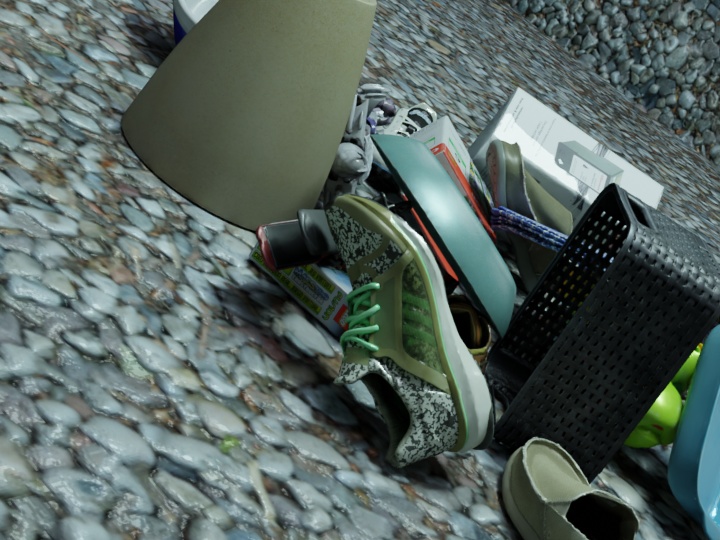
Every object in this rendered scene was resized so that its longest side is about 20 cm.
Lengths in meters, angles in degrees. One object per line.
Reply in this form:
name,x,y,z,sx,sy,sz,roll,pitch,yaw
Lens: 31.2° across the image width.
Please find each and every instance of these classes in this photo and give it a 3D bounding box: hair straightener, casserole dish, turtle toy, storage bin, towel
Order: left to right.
hair straightener,-0.002,-0.029,0.988,0.199,0.076,0.042,1,70,-65
towel,0.214,-0.008,1.184,0.143,0.024,0.200,21,7,-24
storage bin,0.185,0.050,1.010,0.093,0.201,0.136,31,20,-8
turtle toy,0.242,0.086,1.156,0.144,0.102,0.200,27,13,-14
casserole dish,0.309,0.132,1.095,0.038,0.202,0.121,4,-29,40

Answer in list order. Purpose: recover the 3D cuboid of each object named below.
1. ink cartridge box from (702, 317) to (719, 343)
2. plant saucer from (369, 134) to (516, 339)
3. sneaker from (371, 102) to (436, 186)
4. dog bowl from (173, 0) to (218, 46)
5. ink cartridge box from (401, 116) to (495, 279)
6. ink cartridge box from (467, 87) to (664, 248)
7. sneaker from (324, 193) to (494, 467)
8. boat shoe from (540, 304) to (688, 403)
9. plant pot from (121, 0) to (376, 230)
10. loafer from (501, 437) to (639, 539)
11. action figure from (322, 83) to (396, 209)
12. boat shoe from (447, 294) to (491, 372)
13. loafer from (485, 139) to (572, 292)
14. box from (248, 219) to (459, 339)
ink cartridge box,0.357,0.063,1.359,0.108,0.051,0.200,26,-6,-21
plant saucer,0.076,-0.037,1.067,0.201,0.036,0.200,57,1,-2
sneaker,0.045,-0.145,1.429,0.071,0.073,0.200,35,21,-3
dog bowl,-0.093,-0.261,1.319,0.197,0.079,0.202,5,50,-5
ink cartridge box,0.090,-0.072,1.283,0.110,0.050,0.200,59,14,-16
ink cartridge box,0.211,-0.085,1.427,0.199,0.146,0.085,34,59,-4
sneaker,0.016,0.043,0.874,0.088,0.077,0.202,-23,82,-32
boat shoe,0.265,0.075,1.292,0.198,0.060,0.072,26,21,-22
plant pot,-0.074,-0.166,1.095,0.186,0.201,0.188,30,20,-12
loafer,0.150,0.173,0.872,0.075,0.069,0.201,27,21,-19
action figure,-0.005,-0.116,1.221,0.068,0.132,0.200,19,14,-7
boat shoe,0.076,0.057,1.018,0.072,0.068,0.200,34,20,2
loafer,0.177,-0.060,1.307,0.201,0.069,0.076,63,15,-46
box,0.000,0.000,1.079,0.110,0.035,0.199,41,20,15
